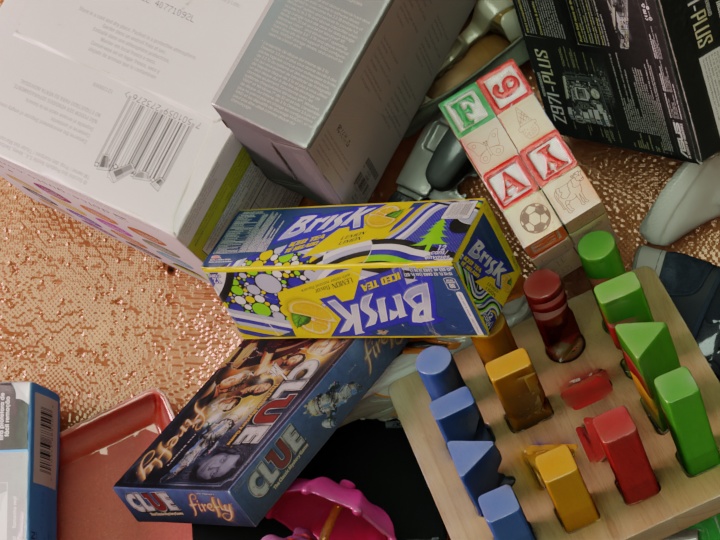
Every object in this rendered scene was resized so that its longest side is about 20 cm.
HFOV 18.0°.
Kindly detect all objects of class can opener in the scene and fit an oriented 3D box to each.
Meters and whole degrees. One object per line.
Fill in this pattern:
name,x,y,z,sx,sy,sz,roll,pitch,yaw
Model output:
can opener,0.036,-0.036,1.633,0.053,0.066,0.200,27,90,15

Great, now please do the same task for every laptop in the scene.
laptop,-0.031,0.207,1.598,0.177,0.103,0.200,-2,103,-4

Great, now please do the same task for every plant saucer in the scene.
plant saucer,-0.191,0.216,1.641,0.200,0.037,0.200,-26,76,6

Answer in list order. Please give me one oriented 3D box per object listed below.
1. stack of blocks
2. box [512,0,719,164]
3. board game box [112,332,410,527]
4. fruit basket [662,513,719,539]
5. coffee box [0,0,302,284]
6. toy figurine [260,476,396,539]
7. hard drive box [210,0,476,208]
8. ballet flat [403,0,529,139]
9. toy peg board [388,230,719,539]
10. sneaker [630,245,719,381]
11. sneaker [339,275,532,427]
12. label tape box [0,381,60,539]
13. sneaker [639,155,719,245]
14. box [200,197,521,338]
stack of blocks,0.122,-0.054,1.544,0.059,0.200,0.115,-32,74,4
box,0.183,-0.187,1.529,0.086,0.164,0.200,-31,115,-26
board game box,-0.062,0.091,1.540,0.135,0.035,0.200,-6,36,50
fruit basket,0.205,0.260,1.521,0.185,0.094,0.200,-8,81,10
coffee box,-0.141,-0.123,1.615,0.200,0.198,0.200,25,83,17
toy figurine,-0.035,0.228,1.472,0.150,0.200,0.184,-4,92,32
hard drive box,-0.002,-0.154,1.506,0.077,0.156,0.200,27,80,17
ballet flat,0.080,-0.165,1.613,0.200,0.064,0.067,-39,74,-10
toy peg board,0.126,0.082,1.452,0.199,0.098,0.200,-25,45,1
sneaker,0.243,0.081,1.539,0.146,0.077,0.202,9,64,12
sneaker,0.043,0.085,1.592,0.200,0.076,0.092,-25,109,3
label tape box,-0.320,0.158,1.628,0.200,0.066,0.143,-3,78,10
sneaker,0.286,-0.077,1.587,0.200,0.075,0.088,-44,86,0
box,0.000,0.000,1.500,0.200,0.070,0.064,-1,43,34
